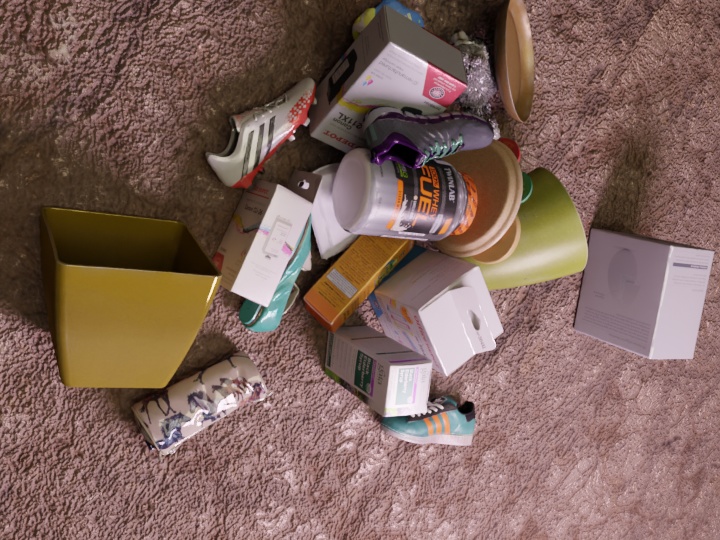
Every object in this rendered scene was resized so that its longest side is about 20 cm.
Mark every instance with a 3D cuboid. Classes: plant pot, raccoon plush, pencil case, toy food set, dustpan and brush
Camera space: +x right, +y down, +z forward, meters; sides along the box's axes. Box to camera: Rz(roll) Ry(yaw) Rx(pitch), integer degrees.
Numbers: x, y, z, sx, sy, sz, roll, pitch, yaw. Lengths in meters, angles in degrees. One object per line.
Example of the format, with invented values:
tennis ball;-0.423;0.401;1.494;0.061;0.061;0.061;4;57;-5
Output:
plant pot;-0.315;0.043;1.063;0.197;0.200;0.179;5;110;-29
plant pot;0.248;-0.341;1.320;0.199;0.027;0.204;-2;90;-66
raccoon plush;0.187;-0.282;1.271;0.096;0.134;0.201;-32;109;16
pencil case;-0.229;0.194;1.199;0.198;0.078;0.091;-27;92;-21
toy food set;0.180;-0.117;1.293;0.048;0.198;0.201;18;87;-45
dustpan and brush;0.001;-0.121;1.280;0.198;0.057;0.141;-25;122;-15
plant pot;0.246;-0.046;1.369;0.197;0.187;0.189;-23;112;-6

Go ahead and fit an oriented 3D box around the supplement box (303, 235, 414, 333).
supplement box;0.000;0.000;1.280;0.069;0.067;0.200;39;78;11

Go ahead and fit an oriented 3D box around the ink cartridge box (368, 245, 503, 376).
ink cartridge box;0.120;0.062;1.293;0.124;0.199;0.130;-34;115;-17

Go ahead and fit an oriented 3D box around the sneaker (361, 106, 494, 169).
sneaker;0.099;-0.173;1.150;0.196;0.075;0.089;1;58;-14

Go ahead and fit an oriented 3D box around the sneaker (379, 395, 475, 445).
sneaker;0.119;0.254;1.417;0.198;0.071;0.081;11;92;-35

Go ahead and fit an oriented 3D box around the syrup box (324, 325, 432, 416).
syrup box;0.024;0.151;1.260;0.080;0.199;0.080;0;102;-28

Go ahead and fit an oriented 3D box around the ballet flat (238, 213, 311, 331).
ballet flat;-0.115;0.002;1.235;0.070;0.067;0.202;26;91;-46

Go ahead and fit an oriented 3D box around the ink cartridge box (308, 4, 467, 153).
ink cartridge box;0.035;-0.255;1.176;0.144;0.200;0.084;20;47;-30

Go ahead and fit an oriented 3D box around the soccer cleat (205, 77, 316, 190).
soccer cleat;-0.140;-0.208;1.168;0.085;0.068;0.201;41;84;-30

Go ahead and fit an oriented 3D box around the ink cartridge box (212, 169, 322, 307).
ink cartridge box;-0.138;-0.062;1.172;0.067;0.116;0.203;26;87;-30

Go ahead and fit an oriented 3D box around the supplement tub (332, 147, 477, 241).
supplement tub;0.068;-0.109;1.209;0.197;0.122;0.125;3;100;-30

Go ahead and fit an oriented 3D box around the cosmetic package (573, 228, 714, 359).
cosmetic package;0.519;0.041;1.509;0.121;0.199;0.204;5;99;-29

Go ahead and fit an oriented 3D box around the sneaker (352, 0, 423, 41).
sneaker;0.081;-0.333;1.256;0.105;0.075;0.200;-50;118;-11
